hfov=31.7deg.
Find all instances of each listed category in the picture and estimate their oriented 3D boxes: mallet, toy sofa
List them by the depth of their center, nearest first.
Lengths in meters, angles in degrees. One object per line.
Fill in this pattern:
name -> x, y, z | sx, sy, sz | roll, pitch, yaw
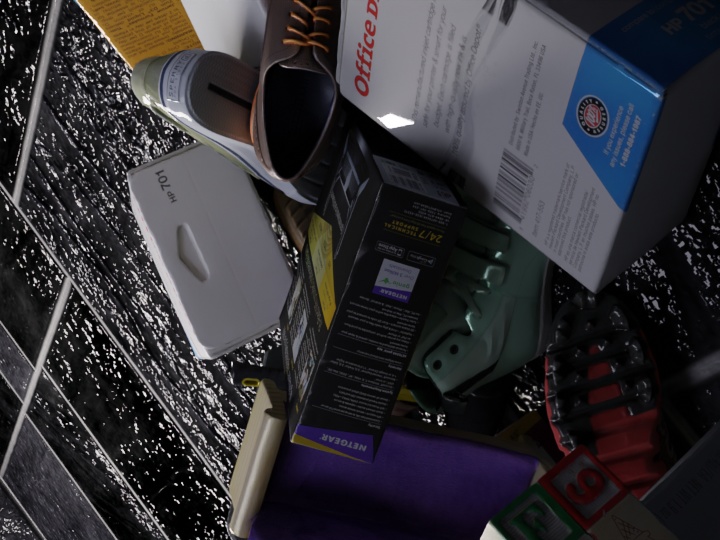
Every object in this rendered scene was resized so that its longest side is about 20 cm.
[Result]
toy sofa -> 0.024, 0.139, 0.782 | 0.098, 0.199, 0.083 | -122, 48, -69
mallet -> 0.009, 0.078, 0.897 | 0.199, 0.041, 0.066 | 11, 139, -7

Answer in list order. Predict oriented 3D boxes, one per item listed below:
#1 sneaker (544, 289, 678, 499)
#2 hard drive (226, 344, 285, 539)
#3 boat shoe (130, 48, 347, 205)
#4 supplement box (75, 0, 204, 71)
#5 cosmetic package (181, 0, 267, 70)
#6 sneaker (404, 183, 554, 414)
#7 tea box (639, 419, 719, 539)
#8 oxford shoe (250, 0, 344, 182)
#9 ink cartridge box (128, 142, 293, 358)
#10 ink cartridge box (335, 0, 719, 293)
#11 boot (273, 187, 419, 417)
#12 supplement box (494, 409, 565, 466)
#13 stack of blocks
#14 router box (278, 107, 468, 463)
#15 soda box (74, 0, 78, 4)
sneaker -> 0.161, 0.110, 0.793 | 0.098, 0.070, 0.202 | -2, -102, -78
hard drive -> -0.039, 0.163, 0.920 | 0.033, 0.200, 0.140 | -21, 117, 16
boat shoe -> -0.069, -0.101, 0.857 | 0.062, 0.072, 0.200 | 20, 174, 38
supplement box -> -0.163, -0.204, 0.882 | 0.200, 0.068, 0.067 | 52, -163, -58
cosmetic package -> -0.088, -0.234, 0.821 | 0.101, 0.074, 0.201 | 6, 127, 55
sneaker -> 0.063, 0.003, 0.791 | 0.074, 0.118, 0.201 | 29, 141, 42
tea box -> 0.224, 0.175, 0.639 | 0.197, 0.200, 0.134 | 45, 150, 16
oxford shoe -> -0.024, -0.148, 0.752 | 0.073, 0.071, 0.201 | -98, 16, -69
ink cartridge box -> -0.117, -0.013, 0.993 | 0.147, 0.085, 0.200 | 66, 168, -1
ink cartridge box -> 0.087, -0.109, 0.667 | 0.200, 0.086, 0.147 | 42, 149, 25
boot -> -0.013, 0.032, 0.983 | 0.200, 0.072, 0.166 | 47, 148, 6
supplement box -> 0.083, 0.207, 0.963 | 0.103, 0.131, 0.200 | 50, 152, 6
stack of blocks -> 0.095, 0.181, 0.569 | 0.115, 0.058, 0.200 | 45, 149, 22
router box -> 0.000, 0.000, 0.773 | 0.200, 0.052, 0.158 | -106, 34, -70
soda box -> -0.184, -0.276, 0.932 | 0.068, 0.064, 0.200 | 45, 150, 18
